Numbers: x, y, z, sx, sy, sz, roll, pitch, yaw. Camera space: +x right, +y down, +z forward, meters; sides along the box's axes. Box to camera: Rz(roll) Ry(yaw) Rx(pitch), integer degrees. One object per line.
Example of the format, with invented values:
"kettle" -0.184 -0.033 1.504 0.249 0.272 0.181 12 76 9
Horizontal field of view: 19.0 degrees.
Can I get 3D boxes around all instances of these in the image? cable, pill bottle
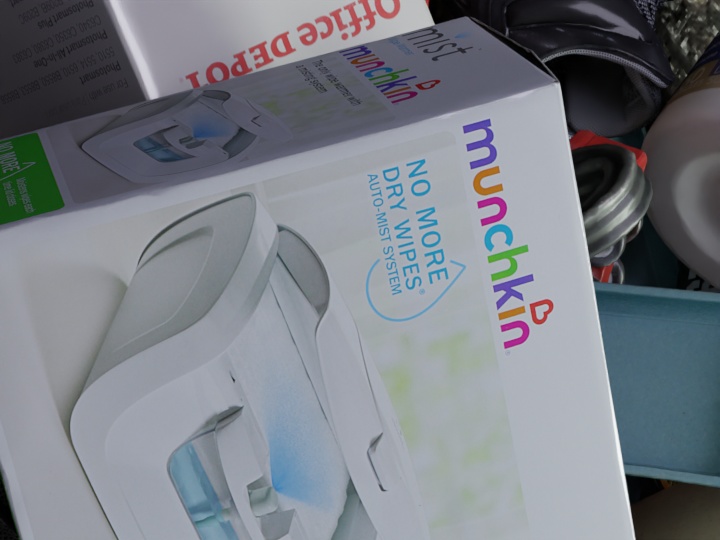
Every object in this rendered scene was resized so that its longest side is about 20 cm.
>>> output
"cable" 0.000 0.000 0.731 0.050 0.199 0.097 54 43 -20
"pill bottle" 0.206 -0.086 0.898 0.111 0.111 0.200 51 55 -19

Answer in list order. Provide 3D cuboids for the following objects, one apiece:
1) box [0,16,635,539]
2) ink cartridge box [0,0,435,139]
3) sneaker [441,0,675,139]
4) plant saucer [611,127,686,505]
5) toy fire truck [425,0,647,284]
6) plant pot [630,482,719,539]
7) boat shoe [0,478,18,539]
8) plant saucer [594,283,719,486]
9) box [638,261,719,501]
"box" -0.018 0.048 0.637 0.175 0.097 0.201 -14 111 -9
"ink cartridge box" -0.080 -0.117 0.741 0.128 0.125 0.201 -27 100 -37
"sneaker" 0.115 -0.111 0.908 0.199 0.075 0.114 -5 66 -33
"plant saucer" 0.111 0.001 0.937 0.070 0.019 0.201 -16 90 -39
"toy fire truck" 0.034 -0.018 0.830 0.049 0.140 0.201 -38 145 -69
"plant pot" 0.131 0.156 0.797 0.187 0.199 0.189 22 62 -48
"boat shoe" -0.057 0.095 0.740 0.200 0.093 0.075 36 62 -28
"plant saucer" 0.046 0.035 0.773 0.019 0.199 0.070 52 49 -56
"box" 0.203 0.055 0.965 0.159 0.049 0.201 32 59 -33
